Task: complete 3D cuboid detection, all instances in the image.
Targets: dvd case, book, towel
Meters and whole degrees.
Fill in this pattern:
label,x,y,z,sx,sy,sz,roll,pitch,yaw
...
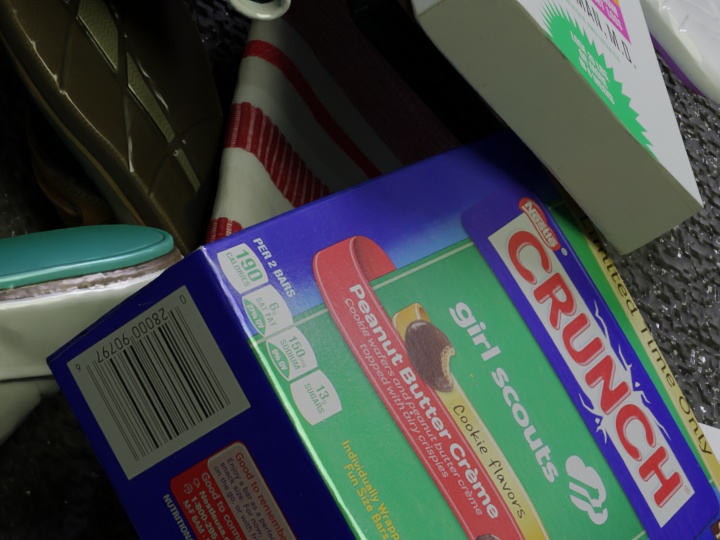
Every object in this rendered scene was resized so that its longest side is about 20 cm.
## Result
label,x,y,z,sx,sy,sz,roll,pitch,yaw
dvd case,0.029,-0.107,0.887,0.200,0.017,0.143,42,31,-58
book,0.045,-0.116,0.819,0.134,0.048,0.201,43,25,-41
towel,0.000,0.000,0.839,0.144,0.023,0.201,44,40,-36

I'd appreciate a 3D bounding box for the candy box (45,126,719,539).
label,x,y,z,sx,sy,sz,roll,pitch,yaw
candy box,0.024,0.059,0.741,0.200,0.077,0.170,-24,84,-57

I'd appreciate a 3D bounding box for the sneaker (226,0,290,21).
label,x,y,z,sx,sy,sz,roll,pitch,yaw
sneaker,-0.055,-0.134,0.814,0.200,0.080,0.147,47,21,-69

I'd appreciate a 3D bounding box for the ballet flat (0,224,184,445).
label,x,y,z,sx,sy,sz,roll,pitch,yaw
ballet flat,-0.140,0.028,0.723,0.199,0.069,0.070,-9,72,-38

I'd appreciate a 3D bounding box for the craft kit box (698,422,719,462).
label,x,y,z,sx,sy,sz,roll,pitch,yaw
craft kit box,0.137,0.157,0.887,0.197,0.048,0.201,22,54,-33

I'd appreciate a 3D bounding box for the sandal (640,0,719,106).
label,x,y,z,sx,sy,sz,roll,pitch,yaw
sandal,0.093,-0.140,1.017,0.082,0.050,0.203,-2,54,-56

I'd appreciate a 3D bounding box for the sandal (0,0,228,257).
label,x,y,z,sx,sy,sz,roll,pitch,yaw
sandal,-0.073,-0.035,0.817,0.200,0.054,0.082,56,35,-21
